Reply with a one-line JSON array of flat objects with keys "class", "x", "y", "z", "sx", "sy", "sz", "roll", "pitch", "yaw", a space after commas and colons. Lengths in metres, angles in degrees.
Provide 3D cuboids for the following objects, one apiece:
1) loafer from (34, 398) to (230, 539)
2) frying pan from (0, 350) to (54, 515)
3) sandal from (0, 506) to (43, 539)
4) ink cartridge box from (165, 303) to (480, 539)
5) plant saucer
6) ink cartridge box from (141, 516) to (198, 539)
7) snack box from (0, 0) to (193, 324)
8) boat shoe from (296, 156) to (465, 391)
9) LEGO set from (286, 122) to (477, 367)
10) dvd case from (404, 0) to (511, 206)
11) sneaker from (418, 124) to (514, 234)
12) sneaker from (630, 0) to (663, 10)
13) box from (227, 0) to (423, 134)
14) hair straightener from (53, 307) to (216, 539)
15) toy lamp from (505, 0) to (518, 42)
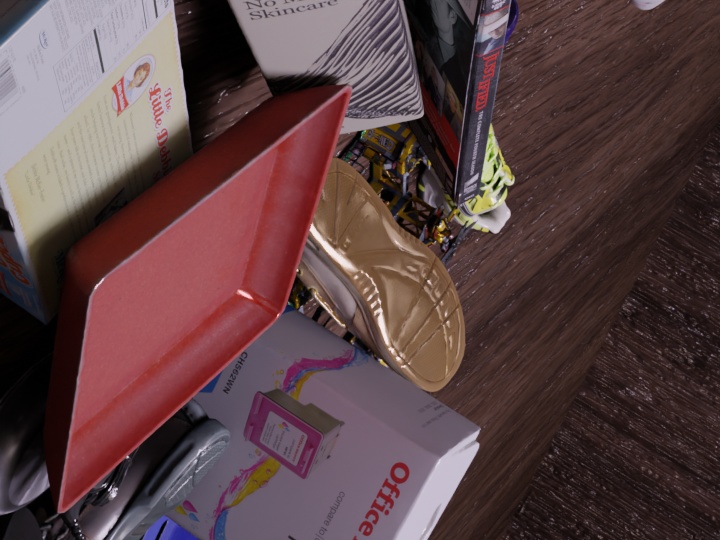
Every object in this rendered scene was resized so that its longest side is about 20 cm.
[{"class": "loafer", "x": -0.169, "y": 0.155, "z": 0.955, "sx": 0.200, "sy": 0.063, "sz": 0.072, "roll": -46, "pitch": 166, "yaw": -6}, {"class": "frying pan", "x": -0.161, "y": 0.061, "z": 0.863, "sx": 0.190, "sy": 0.031, "sz": 0.115, "roll": -55, "pitch": 167, "yaw": -4}, {"class": "sandal", "x": -0.199, "y": 0.214, "z": 0.834, "sx": 0.075, "sy": 0.045, "sz": 0.200, "roll": 76, "pitch": 19, "yaw": -44}, {"class": "ink cartridge box", "x": -0.044, "y": 0.119, "z": 1.003, "sx": 0.145, "sy": 0.200, "sz": 0.085, "roll": -64, "pitch": 164, "yaw": 17}, {"class": "plant saucer", "x": -0.095, "y": 0.008, "z": 0.808, "sx": 0.200, "sy": 0.037, "sz": 0.200, "roll": -44, "pitch": 162, "yaw": -39}, {"class": "ink cartridge box", "x": -0.117, "y": 0.209, "z": 1.245, "sx": 0.200, "sy": 0.041, "sz": 0.200, "roll": -64, "pitch": 164, "yaw": 19}, {"class": "snack box", "x": -0.129, "y": -0.070, "z": 0.685, "sx": 0.116, "sy": 0.037, "sz": 0.200, "roll": -50, "pitch": 162, "yaw": -24}, {"class": "boat shoe", "x": 0.000, "y": 0.000, "z": 1.007, "sx": 0.074, "sy": 0.069, "sz": 0.200, "roll": -50, "pitch": 126, "yaw": -23}, {"class": "LEGO set", "x": 0.020, "y": -0.009, "z": 1.112, "sx": 0.200, "sy": 0.116, "sz": 0.154, "roll": -50, "pitch": 162, "yaw": -29}, {"class": "dvd case", "x": 0.038, "y": -0.148, "z": 0.881, "sx": 0.022, "sy": 0.146, "sz": 0.200, "roll": -22, "pitch": 153, "yaw": -12}, {"class": "sneaker", "x": 0.092, "y": -0.094, "z": 1.256, "sx": 0.075, "sy": 0.076, "sz": 0.200, "roll": -54, "pitch": 163, "yaw": -11}, {"class": "sneaker", "x": 0.325, "y": -0.345, "z": 1.536, "sx": 0.200, "sy": 0.078, "sz": 0.099, "roll": -49, "pitch": 171, "yaw": 0}, {"class": "box", "x": -0.019, "y": -0.138, "z": 0.784, "sx": 0.200, "sy": 0.082, "sz": 0.069, "roll": 61, "pitch": 20, "yaw": -72}, {"class": "hair straightener", "x": -0.130, "y": 0.090, "z": 0.902, "sx": 0.077, "sy": 0.041, "sz": 0.200, "roll": 107, "pitch": 3, "yaw": -53}, {"class": "toy lamp", "x": 0.085, "y": -0.211, "z": 1.050, "sx": 0.058, "sy": 0.058, "sz": 0.200, "roll": -52, "pitch": 163, "yaw": -21}]
